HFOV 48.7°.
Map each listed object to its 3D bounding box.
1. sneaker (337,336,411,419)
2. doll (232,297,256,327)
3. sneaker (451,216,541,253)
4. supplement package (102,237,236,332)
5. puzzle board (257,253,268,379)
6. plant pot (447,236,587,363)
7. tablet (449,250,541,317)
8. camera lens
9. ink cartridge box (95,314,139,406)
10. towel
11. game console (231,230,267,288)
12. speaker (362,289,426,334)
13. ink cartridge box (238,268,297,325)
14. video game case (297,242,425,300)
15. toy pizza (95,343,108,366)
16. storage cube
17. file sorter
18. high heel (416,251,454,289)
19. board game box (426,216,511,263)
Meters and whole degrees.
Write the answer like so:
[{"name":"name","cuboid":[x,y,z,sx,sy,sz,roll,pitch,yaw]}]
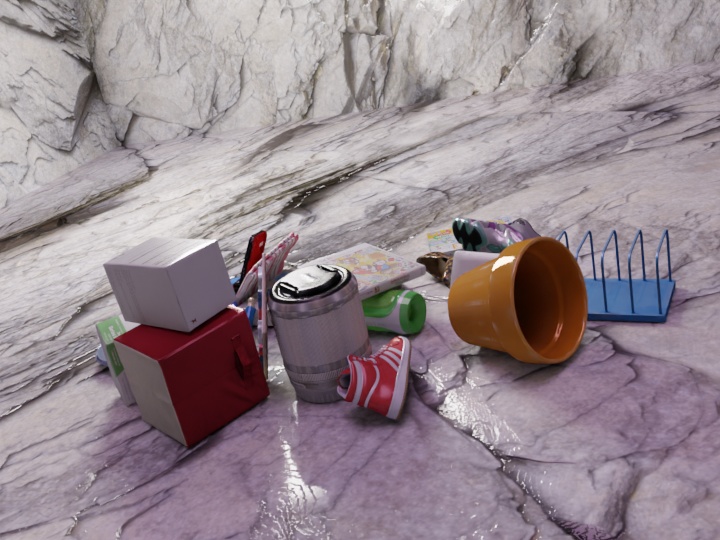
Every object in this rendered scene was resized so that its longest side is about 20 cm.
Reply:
[{"name":"sneaker","cuboid":[0.022,0.160,1.314,0.110,0.072,0.201,16,26,-2]},{"name":"doll","cuboid":[-0.262,0.109,1.629,0.137,0.048,0.200,-46,37,1]},{"name":"sneaker","cuboid":[0.304,-0.078,1.703,0.198,0.079,0.140,31,46,21]},{"name":"supplement package","cuboid":[-0.330,0.020,1.374,0.197,0.119,0.117,4,28,42]},{"name":"puzzle board","cuboid":[-0.173,0.086,1.414,0.017,0.201,0.153,-1,61,-7]},{"name":"plant pot","cuboid":[0.251,0.057,1.343,0.199,0.203,0.182,-31,13,-38]},{"name":"tablet","cuboid":[0.250,0.035,1.463,0.197,0.133,0.014,6,0,40]},{"name":"camera lens","cuboid":[-0.067,0.103,1.372,0.157,0.204,0.161,-11,22,4]},{"name":"ink cartridge box","cuboid":[-0.383,0.143,1.518,0.197,0.148,0.087,-22,34,-24]},{"name":"towel","cuboid":[-0.214,0.011,1.776,0.030,0.147,0.200,35,41,6]},{"name":"game console","cuboid":[-0.300,-0.015,1.845,0.116,0.176,0.200,14,7,-1]},{"name":"speaker","cuboid":[0.027,0.074,1.543,0.197,0.090,0.088,4,27,36]},{"name":"ink cartridge box","cuboid":[-0.145,0.057,1.733,0.173,0.046,0.200,0,26,31]},{"name":"video game case","cuboid":[0.000,0.000,1.577,0.180,0.023,0.199,-20,27,-32]},{"name":"toy pizza","cuboid":[-0.463,0.158,1.690,0.196,0.032,0.201,-10,23,4]},{"name":"storage cube","cuboid":[-0.292,0.168,1.384,0.178,0.174,0.198,-29,27,-34]},{"name":"file sorter","cuboid":[0.449,0.003,1.423,0.197,0.125,0.139,1,26,30]},{"name":"high heel","cuboid":[0.158,0.001,1.644,0.140,0.073,0.199,4,11,23]},{"name":"board game box","cuboid":[0.255,-0.066,1.811,0.196,0.035,0.135,-12,23,3]}]
